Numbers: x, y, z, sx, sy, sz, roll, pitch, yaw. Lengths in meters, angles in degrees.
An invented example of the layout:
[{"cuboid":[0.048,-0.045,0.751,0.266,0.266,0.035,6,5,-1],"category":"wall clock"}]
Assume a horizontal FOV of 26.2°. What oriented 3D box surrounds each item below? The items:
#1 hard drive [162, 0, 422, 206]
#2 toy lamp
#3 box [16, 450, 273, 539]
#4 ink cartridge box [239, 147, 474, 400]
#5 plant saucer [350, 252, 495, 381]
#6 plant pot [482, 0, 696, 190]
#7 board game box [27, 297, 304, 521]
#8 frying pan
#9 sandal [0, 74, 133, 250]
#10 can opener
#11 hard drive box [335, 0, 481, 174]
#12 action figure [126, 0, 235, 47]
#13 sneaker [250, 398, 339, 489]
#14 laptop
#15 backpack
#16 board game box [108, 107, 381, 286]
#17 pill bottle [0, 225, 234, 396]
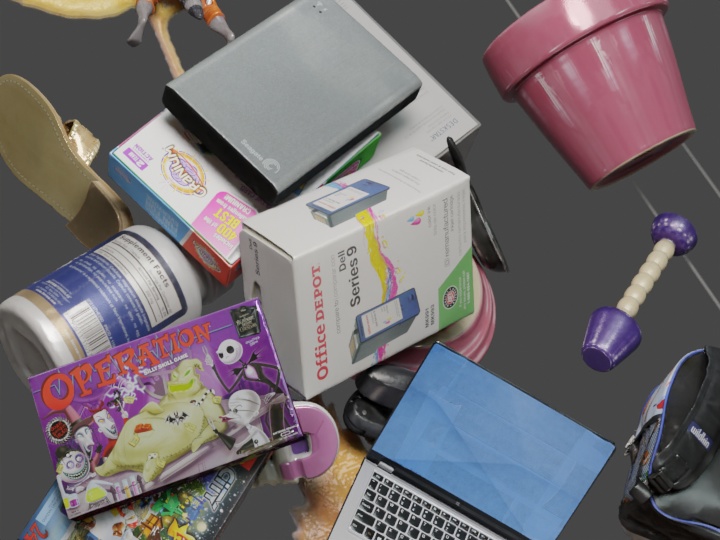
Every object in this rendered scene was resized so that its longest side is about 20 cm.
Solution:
[{"cuboid":[-0.058,-0.156,1.368,0.139,0.033,0.200,43,55,11],"category":"hard drive"},{"cuboid":[0.278,0.023,1.549,0.058,0.058,0.200,34,55,8],"category":"toy lamp"},{"cuboid":[-0.177,0.189,1.262,0.136,0.038,0.201,31,81,7],"category":"box"},{"cuboid":[0.000,0.000,1.351,0.198,0.147,0.087,-24,36,-30],"category":"ink cartridge box"},{"cuboid":[0.039,0.020,1.484,0.198,0.051,0.203,8,55,-12],"category":"plant saucer"},{"cuboid":[0.252,-0.192,1.615,0.198,0.200,0.181,-23,81,-28],"category":"plant pot"},{"cuboid":[-0.156,0.111,1.244,0.198,0.032,0.121,-20,75,-2],"category":"board game box"},{"cuboid":[0.110,-0.052,1.488,0.031,0.190,0.116,-24,78,8],"category":"frying pan"},{"cuboid":[-0.271,-0.098,1.471,0.212,0.078,0.069,50,25,20],"category":"sandal"},{"cuboid":[0.076,0.149,1.405,0.198,0.079,0.064,25,60,-16],"category":"can opener"},{"cuboid":[-0.010,-0.150,1.495,0.155,0.077,0.200,-36,74,-28],"category":"hard drive box"},{"cuboid":[-0.162,-0.319,1.620,0.197,0.105,0.196,0,67,-14],"category":"action figure"},{"cuboid":[-0.117,0.154,1.338,0.197,0.089,0.082,-11,101,-2],"category":"sneaker"},{"cuboid":[0.090,0.206,1.325,0.186,0.116,0.201,29,54,-2],"category":"laptop"},{"cuboid":[0.331,0.175,1.407,0.198,0.154,0.192,25,62,-7],"category":"backpack"},{"cuboid":[-0.102,-0.104,1.381,0.153,0.040,0.200,42,63,11],"category":"board game box"},{"cuboid":[-0.211,0.029,1.365,0.199,0.111,0.111,-34,71,-32],"category":"pill bottle"}]
